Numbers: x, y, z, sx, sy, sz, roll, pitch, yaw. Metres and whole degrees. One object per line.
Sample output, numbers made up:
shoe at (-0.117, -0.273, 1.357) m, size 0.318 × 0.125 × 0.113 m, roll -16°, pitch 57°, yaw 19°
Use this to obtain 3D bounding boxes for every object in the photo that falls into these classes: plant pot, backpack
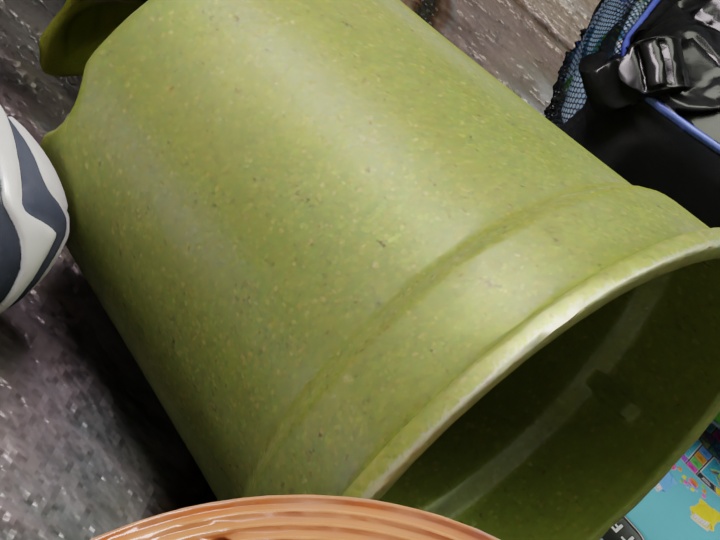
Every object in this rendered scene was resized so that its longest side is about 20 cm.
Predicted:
plant pot at (0.000, 0.000, 0.870) m, size 0.184 × 0.201 × 0.200 m, roll 49°, pitch 24°, yaw 23°
backpack at (0.159, -0.047, 1.044) m, size 0.183 × 0.147 × 0.200 m, roll 36°, pitch 46°, yaw -5°

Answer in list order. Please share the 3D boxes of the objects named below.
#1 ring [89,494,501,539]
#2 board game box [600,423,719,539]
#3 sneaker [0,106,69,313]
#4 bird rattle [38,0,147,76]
ring at (-0.024, 0.130, 0.679) m, size 0.201 × 0.200 × 0.019 m, roll -90°, pitch 175°, yaw -53°
board game box at (0.089, 0.050, 1.050) m, size 0.151 × 0.047 × 0.200 m, roll 48°, pitch 37°, yaw 8°
sneaker at (-0.178, -0.059, 0.800) m, size 0.199 × 0.079 × 0.130 m, roll 56°, pitch 15°, yaw -2°
bird rattle at (-0.033, -0.127, 0.902) m, size 0.113 × 0.199 × 0.163 m, roll 69°, pitch 16°, yaw 1°
